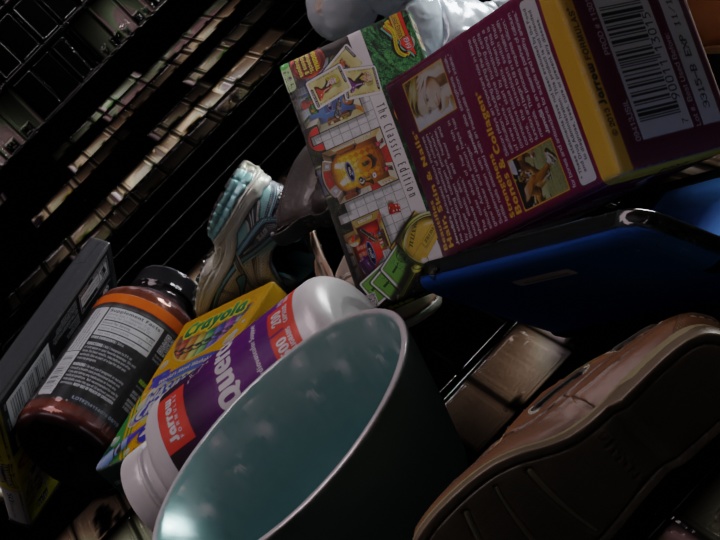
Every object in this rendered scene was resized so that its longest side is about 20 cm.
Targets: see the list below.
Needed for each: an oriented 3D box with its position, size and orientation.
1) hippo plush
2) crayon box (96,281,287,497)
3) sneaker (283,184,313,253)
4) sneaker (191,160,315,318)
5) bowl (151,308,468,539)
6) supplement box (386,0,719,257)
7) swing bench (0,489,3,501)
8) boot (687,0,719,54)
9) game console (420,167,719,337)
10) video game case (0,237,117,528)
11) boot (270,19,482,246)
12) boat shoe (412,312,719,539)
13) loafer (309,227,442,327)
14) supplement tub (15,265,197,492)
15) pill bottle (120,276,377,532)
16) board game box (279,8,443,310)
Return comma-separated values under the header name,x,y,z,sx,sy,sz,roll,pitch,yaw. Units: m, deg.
name,x,y,z,sx,sy,sz,roll,pitch,yaw
hippo plush,0.038,-0.220,1.538,0.200,0.161,0.159,-35,21,27
crayon box,-0.119,0.088,1.395,0.126,0.052,0.200,-25,26,44
sneaker,-0.005,-0.061,1.455,0.106,0.075,0.200,-49,28,-25
sneaker,-0.085,-0.001,1.438,0.078,0.086,0.200,-56,-11,-32
bowl,-0.015,0.129,1.007,0.201,0.105,0.201,-39,20,17
supplement box,0.122,-0.099,1.090,0.103,0.131,0.200,-16,-5,-32
swing bench,-0.487,0.224,1.648,0.200,0.199,0.130,-30,24,39
boot,0.217,-0.206,1.146,0.200,0.155,0.074,-39,19,16
game console,0.160,-0.034,0.981,0.200,0.171,0.118,-16,60,55
video game case,-0.269,0.100,1.539,0.181,0.025,0.200,88,-156,-47
boot,0.022,-0.107,1.323,0.174,0.069,0.200,-6,44,50
boat shoe,0.111,0.096,0.885,0.200,0.072,0.068,-34,15,3
loafer,0.000,0.000,1.293,0.072,0.063,0.200,-29,15,-11
supplement tub,-0.207,0.088,1.495,0.107,0.107,0.200,-25,26,45
pill bottle,-0.065,0.100,1.161,0.200,0.112,0.112,-38,20,19
board game box,0.021,-0.077,1.215,0.105,0.200,0.023,-23,-18,10
